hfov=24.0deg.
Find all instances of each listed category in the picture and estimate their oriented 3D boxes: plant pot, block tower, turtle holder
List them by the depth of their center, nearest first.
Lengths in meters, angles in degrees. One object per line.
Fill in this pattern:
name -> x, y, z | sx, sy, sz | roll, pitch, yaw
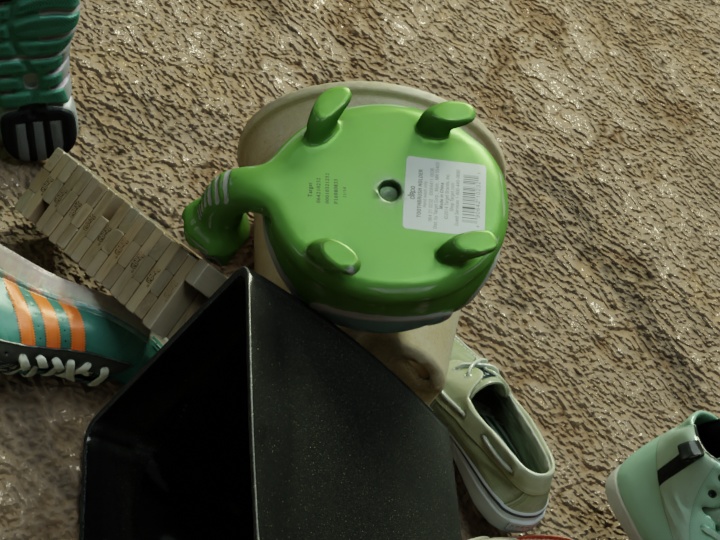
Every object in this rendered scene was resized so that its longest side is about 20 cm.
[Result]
plant pot -> -0.047, 0.154, 1.029 | 0.177, 0.199, 0.201 | 23, 43, -28
turtle holder -> -0.004, -0.020, 1.047 | 0.185, 0.132, 0.141 | -22, 68, -17
block tower -> -0.156, -0.014, 1.124 | 0.200, 0.058, 0.054 | 34, -3, 42
plant pot -> 0.000, 0.000, 1.205 | 0.199, 0.200, 0.184 | 18, 57, -18

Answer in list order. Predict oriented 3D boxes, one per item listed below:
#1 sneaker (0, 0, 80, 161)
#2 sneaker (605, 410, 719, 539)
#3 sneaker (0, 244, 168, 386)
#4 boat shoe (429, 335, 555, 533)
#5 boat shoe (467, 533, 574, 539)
sneaker -> -0.237, -0.173, 1.189 | 0.074, 0.201, 0.088 | -4, 48, -13
sneaker -> 0.259, 0.196, 1.179 | 0.073, 0.118, 0.201 | -12, 61, -41
sneaker -> -0.217, 0.043, 1.106 | 0.199, 0.071, 0.080 | 27, 63, -17
boat shoe -> 0.086, 0.097, 1.232 | 0.072, 0.062, 0.200 | -4, 45, -35
boat shoe -> 0.087, 0.212, 1.147 | 0.199, 0.063, 0.071 | -7, 55, -38
